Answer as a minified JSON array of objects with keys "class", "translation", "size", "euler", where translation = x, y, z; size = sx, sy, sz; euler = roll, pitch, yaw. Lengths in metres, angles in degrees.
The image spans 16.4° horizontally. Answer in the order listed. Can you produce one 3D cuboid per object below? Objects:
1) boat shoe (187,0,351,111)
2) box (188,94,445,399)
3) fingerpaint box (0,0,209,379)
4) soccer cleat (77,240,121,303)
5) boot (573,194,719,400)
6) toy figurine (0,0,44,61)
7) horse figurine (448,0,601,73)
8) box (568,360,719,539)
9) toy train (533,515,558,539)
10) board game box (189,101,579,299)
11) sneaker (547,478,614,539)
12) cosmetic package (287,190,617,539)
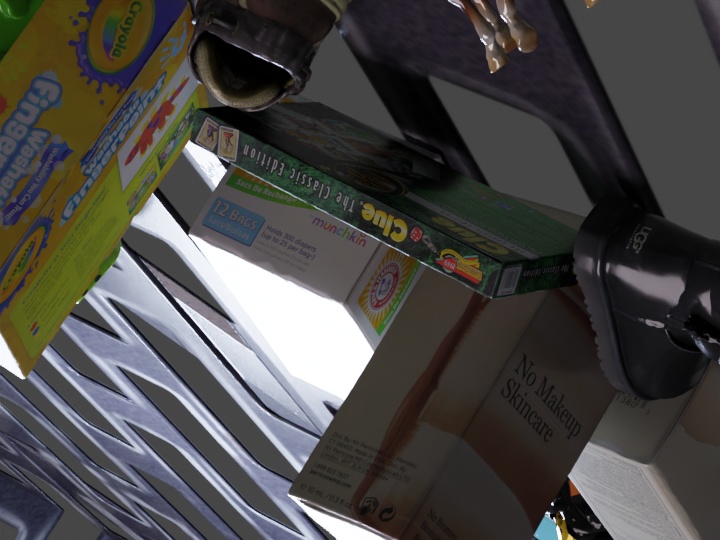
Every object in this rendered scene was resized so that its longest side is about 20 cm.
[{"class":"boat shoe","translation":[-0.057,-0.113,1.244],"size":[0.073,0.065,0.200],"euler":[31,167,-4]},{"class":"box","translation":[0.000,0.000,1.426],"size":[0.112,0.101,0.200],"euler":[25,164,26]},{"class":"fingerpaint box","translation":[-0.172,-0.058,1.399],"size":[0.073,0.200,0.167],"euler":[31,166,9]},{"class":"soccer cleat","translation":[-0.275,-0.044,1.903],"size":[0.200,0.081,0.068],"euler":[27,165,22]},{"class":"boot","translation":[0.213,0.045,1.222],"size":[0.200,0.066,0.165],"euler":[19,163,29]},{"class":"toy figurine","translation":[-0.288,-0.170,1.468],"size":[0.184,0.150,0.200],"euler":[32,147,43]},{"class":"horse figurine","translation":[0.029,-0.141,0.980],"size":[0.133,0.050,0.200],"euler":[52,172,-5]},{"class":"box","translation":[0.177,0.108,1.459],"size":[0.095,0.078,0.200],"euler":[24,163,32]},{"class":"toy train","translation":[0.110,0.131,1.737],"size":[0.150,0.056,0.200],"euler":[26,161,28]},{"class":"board game box","translation":[0.019,-0.039,1.263],"size":[0.200,0.023,0.105],"euler":[29,-162,32]},{"class":"sneaker","translation":[0.136,0.130,1.594],"size":[0.200,0.090,0.070],"euler":[31,166,6]},{"class":"cosmetic package","translation":[0.064,0.069,1.325],"size":[0.087,0.200,0.103],"euler":[17,161,43]}]
